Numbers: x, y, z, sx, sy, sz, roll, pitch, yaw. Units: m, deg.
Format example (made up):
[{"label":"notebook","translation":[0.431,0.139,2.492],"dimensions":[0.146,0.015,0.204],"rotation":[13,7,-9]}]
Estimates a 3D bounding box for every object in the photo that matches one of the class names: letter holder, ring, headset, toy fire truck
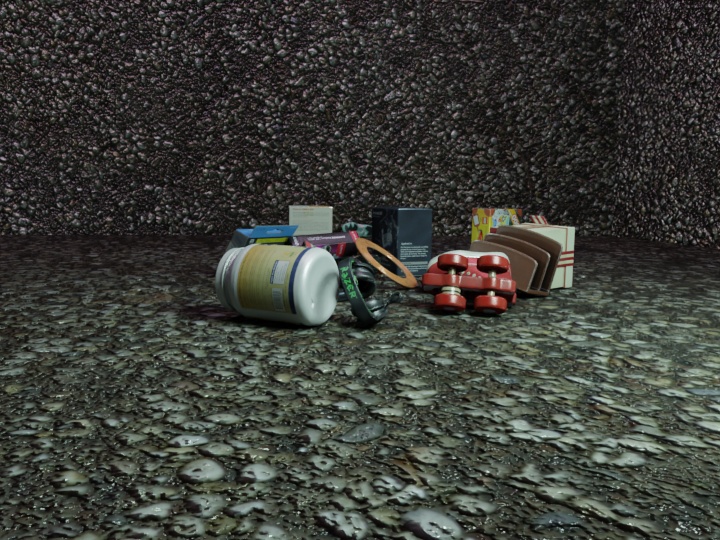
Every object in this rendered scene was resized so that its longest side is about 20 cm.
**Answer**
[{"label":"letter holder","translation":[0.379,-0.037,1.705],"dimensions":[0.100,0.143,0.200],"rotation":[8,12,-45]},{"label":"ring","translation":[0.064,-0.016,1.796],"dimensions":[0.200,0.019,0.200],"rotation":[35,15,-11]},{"label":"headset","translation":[0.019,0.043,1.269],"dimensions":[0.094,0.124,0.200],"rotation":[-23,-22,8]},{"label":"toy fire truck","translation":[0.232,0.042,1.462],"dimensions":[0.199,0.112,0.168],"rotation":[3,-17,10]}]

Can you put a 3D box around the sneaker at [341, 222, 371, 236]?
[{"label":"sneaker","translation":[-0.048,-0.214,3.660],"dimensions":[0.200,0.078,0.140],"rotation":[8,-1,-40]}]

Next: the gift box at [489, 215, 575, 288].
[{"label":"gift box","translation":[0.458,-0.049,1.860],"dimensions":[0.186,0.185,0.200],"rotation":[-6,16,-34]}]

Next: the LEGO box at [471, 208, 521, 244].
[{"label":"LEGO box","translation":[0.422,-0.093,2.144],"dimensions":[0.149,0.201,0.077],"rotation":[-4,8,-37]}]

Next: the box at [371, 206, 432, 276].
[{"label":"box","translation":[0.121,-0.091,2.081],"dimensions":[0.117,0.201,0.197],"rotation":[-2,7,-22]}]

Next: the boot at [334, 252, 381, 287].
[{"label":"boot","translation":[0.000,-0.003,1.817],"dimensions":[0.157,0.080,0.211],"rotation":[-3,8,-34]}]

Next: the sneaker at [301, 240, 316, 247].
[{"label":"sneaker","translation":[-0.107,-0.009,1.732],"dimensions":[0.082,0.078,0.200],"rotation":[21,25,-20]}]

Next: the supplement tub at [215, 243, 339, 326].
[{"label":"supplement tub","translation":[-0.155,0.024,1.286],"dimensions":[0.199,0.145,0.144],"rotation":[5,8,26]}]

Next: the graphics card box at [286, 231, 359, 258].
[{"label":"graphics card box","translation":[-0.107,-0.043,1.893],"dimensions":[0.199,0.126,0.051],"rotation":[-4,46,-22]}]

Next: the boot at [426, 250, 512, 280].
[{"label":"boot","translation":[0.256,0.023,1.597],"dimensions":[0.199,0.073,0.144],"rotation":[-3,39,3]}]

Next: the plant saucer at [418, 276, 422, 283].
[{"label":"plant saucer","translation":[0.246,0.037,1.740],"dimensions":[0.200,0.032,0.200],"rotation":[2,6,0]}]

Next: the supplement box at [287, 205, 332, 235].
[{"label":"supplement box","translation":[-0.147,-0.087,1.990],"dimensions":[0.126,0.201,0.074],"rotation":[1,7,-9]}]

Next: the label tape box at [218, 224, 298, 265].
[{"label":"label tape box","translation":[-0.273,-0.068,1.846],"dimensions":[0.144,0.200,0.063],"rotation":[-5,49,-43]}]

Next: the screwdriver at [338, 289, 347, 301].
[{"label":"screwdriver","translation":[-0.087,0.055,1.499],"dimensions":[0.028,0.029,0.200],"rotation":[7,4,43]}]
